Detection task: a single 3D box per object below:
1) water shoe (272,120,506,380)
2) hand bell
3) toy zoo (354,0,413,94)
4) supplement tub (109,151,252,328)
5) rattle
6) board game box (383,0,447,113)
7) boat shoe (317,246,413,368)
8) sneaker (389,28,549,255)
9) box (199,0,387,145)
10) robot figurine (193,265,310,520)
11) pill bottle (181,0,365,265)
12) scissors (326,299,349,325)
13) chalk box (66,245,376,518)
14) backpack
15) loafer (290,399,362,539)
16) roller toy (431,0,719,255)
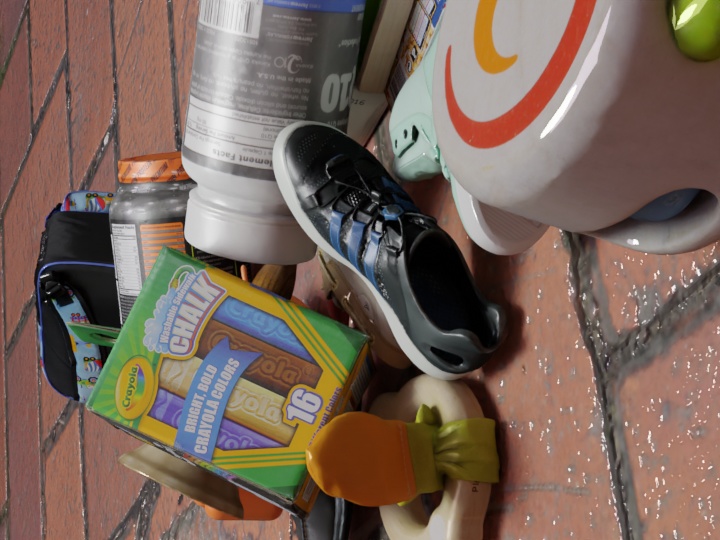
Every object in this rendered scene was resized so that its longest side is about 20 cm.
[{"bbox_3d":[0.025,-0.025,1.079,0.200,0.071,0.079,51,151,3],"label":"water shoe"},{"bbox_3d":[-0.092,0.074,1.266,0.201,0.104,0.104,-65,21,-7],"label":"hand bell"},{"bbox_3d":[0.000,-0.236,1.198,0.200,0.020,0.132,-111,32,-47],"label":"toy zoo"},{"bbox_3d":[-0.158,-0.003,1.501,0.122,0.122,0.201,-165,69,-68],"label":"supplement tub"},{"bbox_3d":[-0.004,0.127,1.125,0.200,0.142,0.131,25,124,61],"label":"rattle"},{"bbox_3d":[0.044,-0.222,1.177,0.152,0.046,0.201,115,150,-42],"label":"board game box"},{"bbox_3d":[0.000,0.000,1.213,0.069,0.073,0.200,-69,27,23],"label":"boat shoe"},{"bbox_3d":[0.067,-0.067,1.053,0.118,0.073,0.201,-52,29,44],"label":"sneaker"},{"bbox_3d":[-0.055,-0.191,1.336,0.128,0.108,0.201,124,144,-52],"label":"box"},{"bbox_3d":[-0.090,0.100,1.366,0.144,0.116,0.201,-11,-72,-72],"label":"robot figurine"},{"bbox_3d":[-0.063,-0.112,1.159,0.114,0.113,0.201,-139,55,-63],"label":"pill bottle"},{"bbox_3d":[-0.013,0.074,1.309,0.073,0.014,0.201,-74,-19,-73],"label":"scissors"},{"bbox_3d":[-0.104,0.070,1.161,0.124,0.199,0.125,-64,-8,-10],"label":"chalk box"},{"bbox_3d":[-0.230,0.038,1.662,0.135,0.181,0.201,-98,12,-47],"label":"backpack"},{"bbox_3d":[-0.039,0.150,1.260,0.073,0.072,0.201,-87,2,-84],"label":"loafer"},{"bbox_3d":[0.132,-0.107,0.816,0.183,0.139,0.200,-63,27,23],"label":"roller toy"}]
